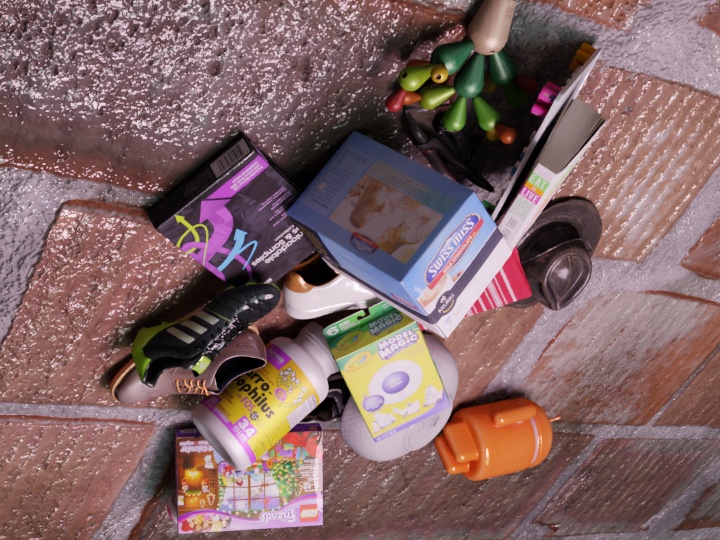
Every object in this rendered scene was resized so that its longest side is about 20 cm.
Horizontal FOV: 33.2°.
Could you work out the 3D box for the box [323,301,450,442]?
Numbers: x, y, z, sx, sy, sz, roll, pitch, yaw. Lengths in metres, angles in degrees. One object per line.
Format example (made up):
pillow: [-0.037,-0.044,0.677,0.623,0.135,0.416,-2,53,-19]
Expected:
box: [0.035,0.124,1.551,0.117,0.048,0.200,-26,129,-2]

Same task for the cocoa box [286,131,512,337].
cocoa box: [0.043,-0.043,1.362,0.133,0.200,0.131,-51,140,-10]

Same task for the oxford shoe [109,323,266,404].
oxford shoe: [-0.213,0.124,1.498,0.200,0.073,0.071,-24,142,-9]

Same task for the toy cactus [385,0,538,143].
toy cactus: [0.130,-0.227,1.343,0.200,0.102,0.165,6,117,-31]

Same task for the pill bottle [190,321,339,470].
pill bottle: [-0.114,0.156,1.554,0.200,0.104,0.104,-41,145,-18]

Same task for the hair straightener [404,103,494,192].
hair straightener: [0.112,-0.148,1.463,0.077,0.041,0.200,-54,136,-7]

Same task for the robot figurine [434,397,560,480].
robot figurine: [0.218,0.266,1.910,0.200,0.117,0.144,-8,109,-26]

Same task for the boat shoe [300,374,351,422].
boat shoe: [-0.052,0.182,1.679,0.200,0.060,0.074,13,124,-42]

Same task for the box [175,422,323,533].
box: [-0.151,0.282,1.642,0.199,0.039,0.137,-2,101,-10]

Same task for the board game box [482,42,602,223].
board game box: [0.207,-0.158,1.423,0.200,0.026,0.200,-47,166,-55]

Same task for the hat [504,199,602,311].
hat: [0.272,0.000,1.684,0.200,0.081,0.201,-19,141,-17]

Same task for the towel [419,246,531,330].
towel: [0.123,0.023,1.617,0.200,0.023,0.145,-18,145,11]

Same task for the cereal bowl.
cereal bowl: [0.069,0.193,1.711,0.200,0.083,0.200,-34,146,-28]

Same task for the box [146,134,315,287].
box: [-0.130,-0.055,1.390,0.143,0.036,0.200,-38,144,8]

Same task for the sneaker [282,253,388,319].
sneaker: [0.000,0.000,1.507,0.200,0.073,0.085,-17,138,-20]

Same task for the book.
book: [0.202,-0.091,1.411,0.134,0.048,0.200,-50,172,-39]

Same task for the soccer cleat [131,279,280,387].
soccer cleat: [-0.180,0.078,1.434,0.200,0.081,0.068,-25,146,12]

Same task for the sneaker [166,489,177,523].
sneaker: [-0.183,0.290,1.703,0.200,0.081,0.088,-24,137,-19]
